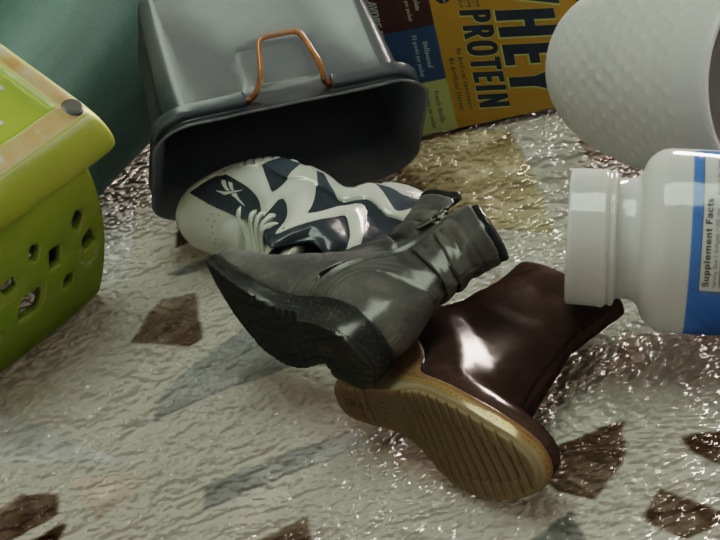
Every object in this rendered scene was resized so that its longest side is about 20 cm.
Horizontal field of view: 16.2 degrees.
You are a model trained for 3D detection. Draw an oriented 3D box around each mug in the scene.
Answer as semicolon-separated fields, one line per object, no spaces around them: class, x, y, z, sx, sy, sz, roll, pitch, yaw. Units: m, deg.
mug;0.237;-0.134;1.746;0.200;0.148;0.175;3;4;-41

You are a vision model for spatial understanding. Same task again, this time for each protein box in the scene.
protein box;0.105;-0.217;1.936;0.199;0.135;0.199;-12;28;5

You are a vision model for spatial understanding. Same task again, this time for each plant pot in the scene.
plant pot;-0.229;-0.141;1.906;0.200;0.201;0.196;3;40;28
plant pot;-0.290;-0.051;1.688;0.200;0.182;0.199;36;46;15

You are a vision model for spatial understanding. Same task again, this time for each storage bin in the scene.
storage bin;-0.069;-0.142;1.800;0.200;0.146;0.135;-14;62;-12

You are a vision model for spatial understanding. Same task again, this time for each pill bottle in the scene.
pill bottle;0.223;-0.016;1.510;0.199;0.112;0.112;3;30;6

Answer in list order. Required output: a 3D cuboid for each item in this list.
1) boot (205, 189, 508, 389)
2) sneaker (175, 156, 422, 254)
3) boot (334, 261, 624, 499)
boot;0.000;0.000;1.568;0.132;0.070;0.200;-42;35;-18
sneaker;-0.058;-0.013;1.697;0.199;0.080;0.130;13;29;24
boot;0.096;0.055;1.513;0.166;0.072;0.200;-31;29;-25
